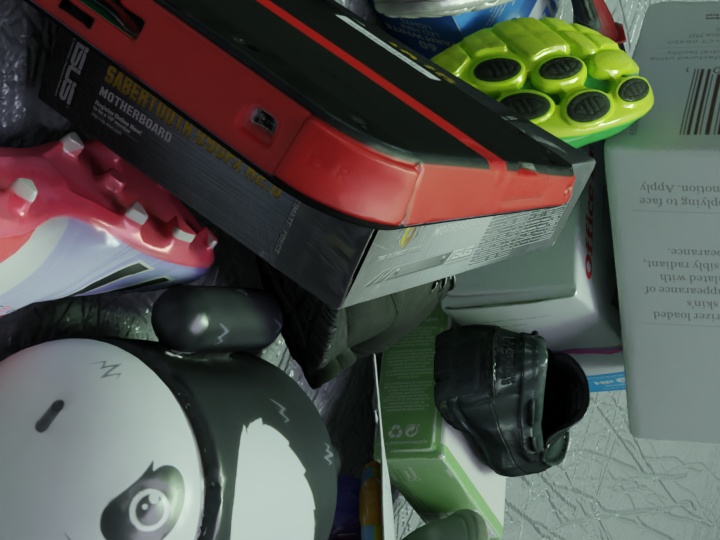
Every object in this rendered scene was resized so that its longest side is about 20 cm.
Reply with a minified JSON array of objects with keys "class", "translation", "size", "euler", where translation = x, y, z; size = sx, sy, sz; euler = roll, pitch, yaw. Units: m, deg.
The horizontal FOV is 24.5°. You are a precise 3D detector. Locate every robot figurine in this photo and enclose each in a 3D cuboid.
[{"class":"robot figurine","translation":[-0.086,0.092,0.691],"size":[0.200,0.124,0.151],"euler":[12,64,-62]}]

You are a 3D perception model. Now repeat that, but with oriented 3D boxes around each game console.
[{"class":"game console","translation":[-0.030,-0.078,0.617],"size":[0.031,0.200,0.177],"euler":[-60,156,16]}]

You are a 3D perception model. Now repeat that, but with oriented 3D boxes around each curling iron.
[{"class":"curling iron","translation":[0.135,-0.139,0.906],"size":[0.050,0.025,0.200],"euler":[-60,144,-27]}]

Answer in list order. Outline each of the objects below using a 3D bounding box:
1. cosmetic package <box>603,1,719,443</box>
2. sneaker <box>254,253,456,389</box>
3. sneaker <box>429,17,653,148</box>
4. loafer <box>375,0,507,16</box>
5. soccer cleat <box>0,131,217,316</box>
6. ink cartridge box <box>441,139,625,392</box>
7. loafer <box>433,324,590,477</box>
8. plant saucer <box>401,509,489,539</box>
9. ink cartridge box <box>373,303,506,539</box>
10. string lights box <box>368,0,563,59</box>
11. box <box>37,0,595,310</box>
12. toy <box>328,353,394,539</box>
[{"class":"cosmetic package","translation":[0.235,-0.027,0.924],"size":[0.165,0.164,0.201],"euler":[-65,151,-50]},{"class":"sneaker","translation":[0.000,0.000,0.765],"size":[0.090,0.076,0.200],"euler":[-24,175,-4]},{"class":"sneaker","translation":[0.049,-0.067,0.837],"size":[0.199,0.074,0.084],"euler":[-19,156,-5]},{"class":"loafer","translation":[0.065,-0.167,0.738],"size":[0.200,0.070,0.070],"euler":[-42,127,-47]},{"class":"soccer cleat","translation":[-0.127,-0.011,0.641],"size":[0.076,0.067,0.200],"euler":[-44,163,16]},{"class":"ink cartridge box","translation":[0.119,-0.020,0.990],"size":[0.200,0.084,0.145],"euler":[36,53,-60]},{"class":"loafer","translation":[0.097,0.077,0.942],"size":[0.201,0.070,0.069],"euler":[44,46,-65]},{"class":"plant saucer","translation":[0.008,0.220,0.929],"size":[0.200,0.050,0.201],"euler":[-155,-90,-84]},{"class":"ink cartridge box","translation":[0.058,0.047,1.009],"size":[0.146,0.048,0.201],"euler":[55,35,-57]},{"class":"string lights box","translation":[0.046,-0.174,0.837],"size":[0.103,0.059,0.200],"euler":[-62,151,-15]},{"class":"box","translation":[-0.011,-0.058,0.691],"size":[0.200,0.158,0.049],"euler":[-14,134,-59]},{"class":"toy","translation":[-0.002,0.155,0.781],"size":[0.115,0.047,0.201],"euler":[87,-3,-63]}]
